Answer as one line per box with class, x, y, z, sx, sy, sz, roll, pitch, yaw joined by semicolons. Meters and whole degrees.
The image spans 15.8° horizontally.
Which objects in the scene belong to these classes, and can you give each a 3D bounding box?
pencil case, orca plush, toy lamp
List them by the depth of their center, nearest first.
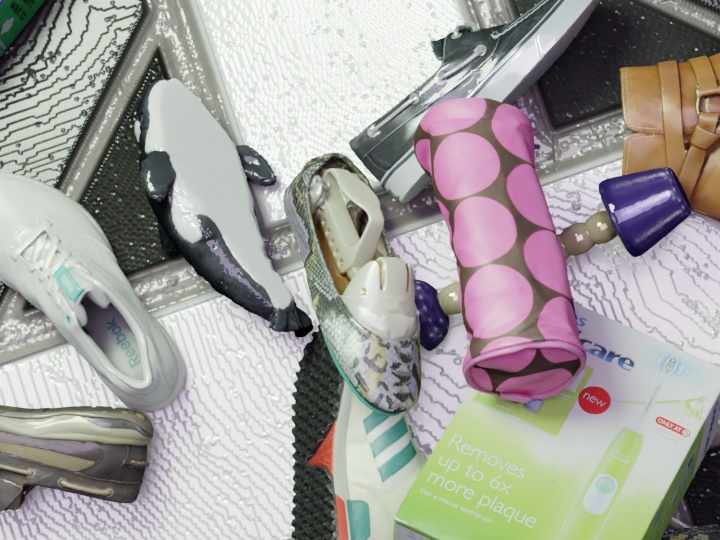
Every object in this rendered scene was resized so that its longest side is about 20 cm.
pencil case;0.088;-0.010;1.658;0.091;0.094;0.200;6;54;-21
toy lamp;0.123;-0.012;1.727;0.200;0.058;0.058;-24;82;13
orca plush;-0.103;-0.031;1.770;0.200;0.071;0.105;51;44;3

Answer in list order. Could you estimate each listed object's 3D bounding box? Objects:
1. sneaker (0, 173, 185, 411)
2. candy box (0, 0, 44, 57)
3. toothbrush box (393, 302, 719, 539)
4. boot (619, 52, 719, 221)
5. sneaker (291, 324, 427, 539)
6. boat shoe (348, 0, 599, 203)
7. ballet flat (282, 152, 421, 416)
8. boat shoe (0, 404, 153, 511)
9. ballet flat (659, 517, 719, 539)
sneaker;-0.193;0.008;1.745;0.075;0.088;0.200;-43;82;-1
candy box;-0.322;-0.198;1.784;0.169;0.077;0.200;37;88;8
toothbrush box;0.128;0.131;1.667;0.145;0.086;0.200;25;59;15
boot;0.253;-0.131;1.749;0.155;0.077;0.200;4;91;8
sneaker;0.009;0.120;1.739;0.093;0.070;0.200;13;67;-28
boat shoe;0.077;-0.137;1.758;0.200;0.072;0.068;-44;84;5
ballet flat;0.000;0.000;1.704;0.072;0.072;0.200;-22;55;1
boat shoe;-0.239;0.127;1.741;0.200;0.074;0.073;1;89;10
ballet flat;0.149;0.186;1.721;0.200;0.074;0.074;6;84;3
